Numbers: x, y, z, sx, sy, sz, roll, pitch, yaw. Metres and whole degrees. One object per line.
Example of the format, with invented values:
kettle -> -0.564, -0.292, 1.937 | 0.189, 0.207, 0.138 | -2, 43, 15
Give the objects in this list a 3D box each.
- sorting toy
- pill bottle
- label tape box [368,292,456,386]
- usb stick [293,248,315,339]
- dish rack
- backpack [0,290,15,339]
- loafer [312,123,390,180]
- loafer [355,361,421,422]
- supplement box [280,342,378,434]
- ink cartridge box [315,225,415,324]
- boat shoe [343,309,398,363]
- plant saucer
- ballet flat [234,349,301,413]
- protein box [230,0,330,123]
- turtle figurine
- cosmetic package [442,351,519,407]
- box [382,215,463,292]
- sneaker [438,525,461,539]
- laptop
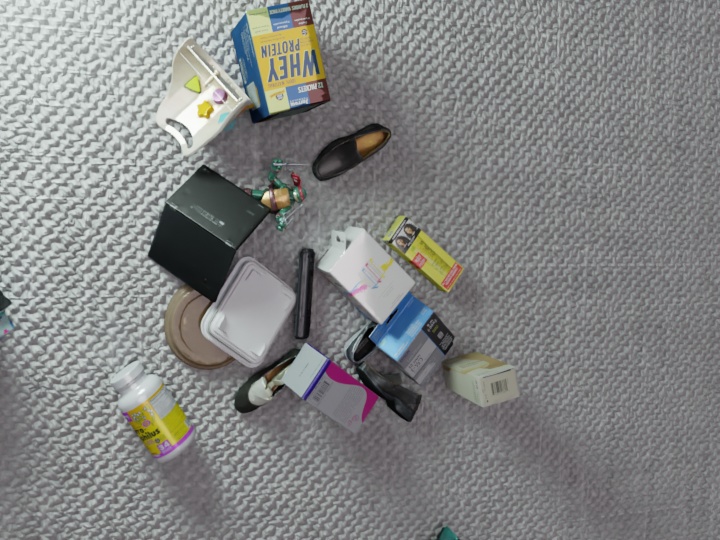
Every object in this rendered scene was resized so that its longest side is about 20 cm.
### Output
sorting toy -> -0.334, -0.336, 1.595 | 0.180, 0.107, 0.200 | -44, 73, 5
pill bottle -> -0.439, 0.293, 1.619 | 0.103, 0.104, 0.203 | -35, 104, -12
label tape box -> 0.124, 0.157, 1.779 | 0.144, 0.066, 0.200 | -51, 136, -8
usb stick -> -0.126, 0.054, 1.732 | 0.032, 0.055, 0.206 | 6, 94, 16
dish rack -> -0.234, 0.091, 1.676 | 0.171, 0.043, 0.203 | 38, 71, -25
backpack -> -0.756, 0.093, 1.441 | 0.177, 0.197, 0.154 | -38, 113, -39
loafer -> -0.019, -0.268, 1.718 | 0.198, 0.072, 0.074 | -36, 106, -12
loafer -> 0.067, 0.269, 1.810 | 0.200, 0.072, 0.073 | 46, 74, -28
supplement box -> -0.065, 0.263, 1.710 | 0.102, 0.103, 0.200 | -54, 130, -8
ink cartridge box -> 0.000, 0.000, 1.729 | 0.200, 0.128, 0.126 | 44, 81, -16
boat shoe -> 0.042, 0.135, 1.787 | 0.200, 0.068, 0.072 | -44, 106, -10
plant saucer -> -0.328, 0.117, 1.680 | 0.195, 0.029, 0.206 | -2, 95, -19
ballet flat -> -0.198, 0.246, 1.715 | 0.199, 0.068, 0.069 | -40, 106, -11
protein box -> -0.169, -0.424, 1.593 | 0.132, 0.199, 0.204 | -16, 100, -16
turtle figurine -> -0.188, -0.152, 1.666 | 0.195, 0.101, 0.154 | -15, 82, 0
cosmetic package -> 0.279, 0.252, 1.809 | 0.103, 0.199, 0.073 | -13, 98, -17
box -> 0.148, -0.038, 1.816 | 0.199, 0.050, 0.076 | 41, 81, -18
sneaker -> 0.187, 0.682, 1.877 | 0.196, 0.083, 0.124 | 16, 95, -27
laptop -> -0.319, -0.081, 1.625 | 0.185, 0.117, 0.201 | 32, 59, 9
